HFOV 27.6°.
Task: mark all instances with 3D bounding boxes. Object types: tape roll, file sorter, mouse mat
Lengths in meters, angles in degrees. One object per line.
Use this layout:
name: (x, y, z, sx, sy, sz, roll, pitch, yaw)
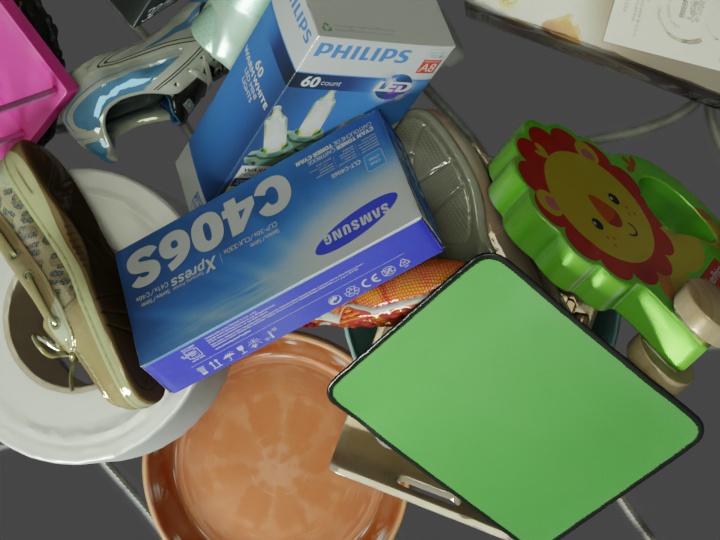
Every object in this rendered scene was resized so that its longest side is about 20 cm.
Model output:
tape roll: (-0.189, 0.032, 1.032, 0.199, 0.071, 0.206, -1, 85, 12)
file sorter: (-0.317, -0.101, 0.984, 0.139, 0.125, 0.200, 51, 124, 5)
mouse mat: (0.097, 0.089, 0.925, 0.199, 0.008, 0.161, 39, 121, -18)

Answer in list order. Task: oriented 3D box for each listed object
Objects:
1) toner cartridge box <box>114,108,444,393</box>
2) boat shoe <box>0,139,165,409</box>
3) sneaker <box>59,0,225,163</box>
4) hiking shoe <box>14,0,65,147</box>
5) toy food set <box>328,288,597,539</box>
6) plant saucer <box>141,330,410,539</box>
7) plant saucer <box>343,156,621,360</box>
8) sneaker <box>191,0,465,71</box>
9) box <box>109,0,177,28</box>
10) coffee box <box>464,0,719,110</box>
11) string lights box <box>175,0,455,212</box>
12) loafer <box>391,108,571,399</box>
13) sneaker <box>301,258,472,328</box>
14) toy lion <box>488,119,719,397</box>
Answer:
toner cartridge box: (-0.054, -0.012, 0.921, 0.198, 0.043, 0.096, -28, 54, 9)
boat shoe: (-0.191, 0.011, 0.959, 0.062, 0.073, 0.201, -35, 69, 13)
sneaker: (-0.116, -0.146, 1.017, 0.199, 0.072, 0.073, -36, 78, -8)
hiking shoe: (-0.273, -0.177, 1.056, 0.086, 0.074, 0.203, -9, 97, 31)
toy food set: (0.076, 0.065, 0.999, 0.142, 0.060, 0.202, 20, 94, 3)
plant saucer: (-0.060, 0.143, 1.075, 0.197, 0.032, 0.203, 0, 95, 6)
plant saucer: (0.085, 0.021, 1.045, 0.197, 0.036, 0.203, 0, 92, 4)
sneaker: (-0.024, -0.161, 0.996, 0.118, 0.199, 0.074, -44, 50, 26)
box: (-0.095, -0.277, 0.935, 0.125, 0.200, 0.148, 48, 138, 0)
coffee box: (0.174, -0.178, 0.982, 0.198, 0.114, 0.081, 21, 96, 4)
string lights box: (-0.035, -0.106, 0.948, 0.102, 0.200, 0.060, -2, 58, -32)
loafer: (0.082, -0.015, 0.958, 0.072, 0.062, 0.202, -33, 79, 45)
sneaker: (0.000, 0.000, 0.961, 0.199, 0.072, 0.078, 0, 87, 47)
toy lion: (0.173, -0.026, 0.961, 0.192, 0.200, 0.069, 46, 123, 7)
